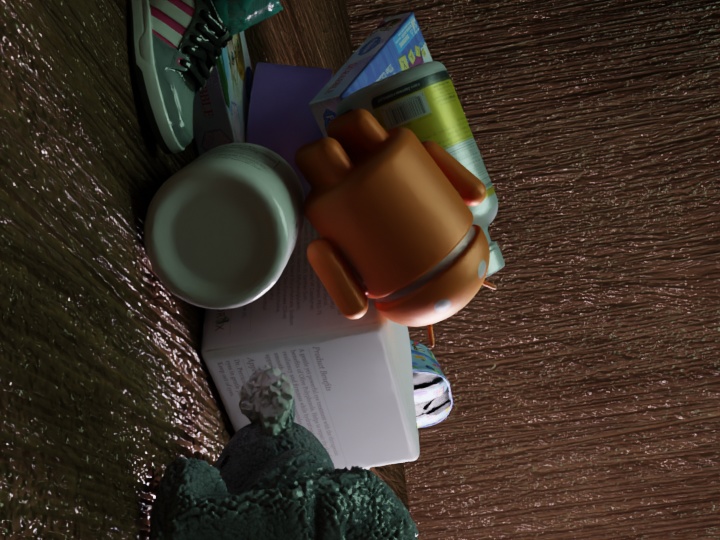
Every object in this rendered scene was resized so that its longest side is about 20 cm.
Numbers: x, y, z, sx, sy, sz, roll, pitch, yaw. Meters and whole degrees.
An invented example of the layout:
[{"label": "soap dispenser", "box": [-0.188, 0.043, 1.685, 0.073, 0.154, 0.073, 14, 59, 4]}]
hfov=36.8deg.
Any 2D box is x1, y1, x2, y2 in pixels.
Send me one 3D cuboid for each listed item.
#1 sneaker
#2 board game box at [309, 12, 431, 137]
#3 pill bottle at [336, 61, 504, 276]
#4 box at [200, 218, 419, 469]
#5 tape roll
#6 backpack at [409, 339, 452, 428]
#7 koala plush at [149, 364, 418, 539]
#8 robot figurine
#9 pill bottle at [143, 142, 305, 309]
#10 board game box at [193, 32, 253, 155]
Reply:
[{"label": "sneaker", "box": [-0.124, -0.201, 0.904, 0.084, 0.120, 0.202, 58, 25, -77]}, {"label": "board game box", "box": [0.041, -0.143, 1.167, 0.200, 0.041, 0.200, -56, 130, -45]}, {"label": "pill bottle", "box": [0.062, -0.084, 1.013, 0.112, 0.111, 0.201, -57, 125, -82]}, {"label": "box", "box": [-0.044, 0.064, 1.064, 0.201, 0.170, 0.200, -92, 170, -48]}, {"label": "tape roll", "box": [-0.080, -0.125, 1.198, 0.200, 0.084, 0.202, -174, -90, -87]}, {"label": "backpack", "box": [0.029, 0.159, 1.567, 0.183, 0.198, 0.135, 74, 9, -50]}, {"label": "koala plush", "box": [-0.059, 0.184, 0.843, 0.200, 0.182, 0.179, -116, -165, -67]}, {"label": "robot figurine", "box": [0.032, -0.039, 0.904, 0.200, 0.116, 0.144, 53, 32, -13]}, {"label": "pill bottle", "box": [-0.104, -0.047, 0.909, 0.200, 0.113, 0.115, -77, 158, -76]}, {"label": "board game box", "box": [-0.151, -0.235, 1.093, 0.200, 0.041, 0.201, -90, 171, -60]}]
